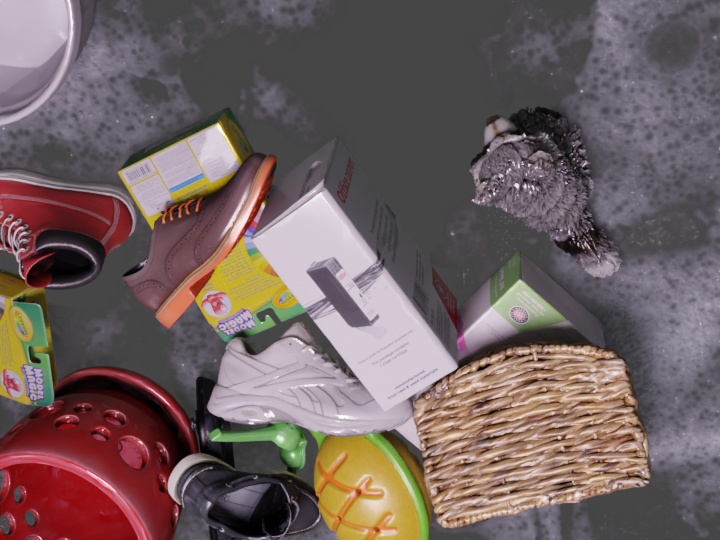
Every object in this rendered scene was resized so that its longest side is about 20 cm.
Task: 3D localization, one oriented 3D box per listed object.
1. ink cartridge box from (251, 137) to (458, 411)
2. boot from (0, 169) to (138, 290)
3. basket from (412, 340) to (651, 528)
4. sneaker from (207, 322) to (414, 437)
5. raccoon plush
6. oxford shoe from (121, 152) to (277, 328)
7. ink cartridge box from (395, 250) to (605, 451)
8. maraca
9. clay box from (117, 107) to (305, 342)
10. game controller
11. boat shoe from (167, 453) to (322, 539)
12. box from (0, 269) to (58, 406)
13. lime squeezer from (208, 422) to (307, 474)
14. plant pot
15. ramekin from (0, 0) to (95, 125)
[{"bbox_3d":[0.000,0.000,1.014,0.083,0.145,0.201,-32,107,16],"label":"ink cartridge box"},{"bbox_3d":[-0.320,-0.032,1.044,0.197,0.145,0.073,3,118,8],"label":"boot"},{"bbox_3d":[0.154,0.139,1.033,0.197,0.149,0.145,-15,82,12],"label":"basket"},{"bbox_3d":[-0.045,0.100,1.056,0.197,0.078,0.101,6,85,9],"label":"sneaker"},{"bbox_3d":[0.172,-0.058,0.970,0.199,0.134,0.097,39,113,-11],"label":"raccoon plush"},{"bbox_3d":[-0.146,-0.036,1.008,0.072,0.071,0.200,37,115,-6],"label":"oxford shoe"},{"bbox_3d":[0.124,0.095,1.087,0.117,0.068,0.200,39,113,-13],"label":"ink cartridge box"},{"bbox_3d":[0.003,0.202,1.135,0.136,0.107,0.202,-20,97,47],"label":"maraca"},{"bbox_3d":[-0.126,-0.037,1.069,0.114,0.048,0.202,-22,112,17],"label":"clay box"},{"bbox_3d":[-0.151,0.211,1.160,0.042,0.104,0.203,-9,116,-15],"label":"game controller"},{"bbox_3d":[-0.096,0.231,1.101,0.199,0.066,0.075,36,87,-45],"label":"boat shoe"},{"bbox_3d":[-0.369,0.053,1.106,0.198,0.048,0.119,16,120,29],"label":"box"},{"bbox_3d":[-0.082,0.187,1.142,0.038,0.071,0.201,34,165,30],"label":"lime squeezer"},{"bbox_3d":[-0.263,0.212,1.124,0.197,0.183,0.203,6,117,12],"label":"plant pot"},{"bbox_3d":[-0.323,-0.234,0.970,0.197,0.105,0.203,3,115,6],"label":"ramekin"}]
